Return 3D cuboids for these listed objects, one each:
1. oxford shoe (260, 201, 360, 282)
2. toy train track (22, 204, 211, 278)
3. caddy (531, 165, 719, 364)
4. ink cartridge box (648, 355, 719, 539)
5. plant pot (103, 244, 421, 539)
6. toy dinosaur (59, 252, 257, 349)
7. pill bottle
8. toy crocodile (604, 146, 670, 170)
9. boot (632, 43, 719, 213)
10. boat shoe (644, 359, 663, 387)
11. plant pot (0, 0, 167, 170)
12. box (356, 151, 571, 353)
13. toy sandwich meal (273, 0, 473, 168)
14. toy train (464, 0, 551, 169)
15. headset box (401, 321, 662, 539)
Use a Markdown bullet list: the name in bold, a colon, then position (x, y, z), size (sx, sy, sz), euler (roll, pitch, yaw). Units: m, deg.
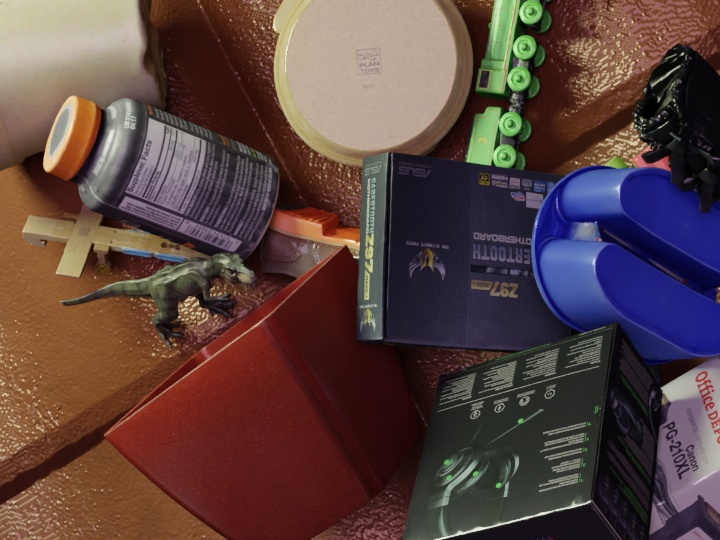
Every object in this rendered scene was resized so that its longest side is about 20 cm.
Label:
- **oxford shoe**: position (0.000, 0.000, 1.441), size (0.198, 0.071, 0.074), euler (20, 106, 20)
- **toy train track**: position (-0.219, -0.019, 1.494), size (0.197, 0.033, 0.116), euler (8, 46, 4)
- **caddy**: position (0.235, -0.005, 1.321), size (0.199, 0.105, 0.143), euler (28, 75, -24)
- **ink cartridge box**: position (0.242, 0.180, 1.293), size (0.199, 0.145, 0.085), euler (-34, 114, 16)
- **plant pot**: position (-0.063, 0.128, 1.359), size (0.199, 0.200, 0.177), euler (-34, 94, 26)
- **toy dinosaur**: position (-0.170, 0.025, 1.458), size (0.198, 0.088, 0.048), euler (-13, 51, 22)
- **pill bottle**: position (-0.180, -0.087, 1.414), size (0.198, 0.106, 0.107), euler (22, 89, -24)
- **toy crocodile**: position (0.264, -0.092, 1.386), size (0.200, 0.062, 0.068), euler (-42, 77, 5)
- **boot**: position (0.308, -0.123, 1.301), size (0.162, 0.199, 0.073), euler (40, 136, -12)
- **boat shoe**: position (0.171, 0.114, 1.380), size (0.197, 0.075, 0.067), euler (-19, 68, 0)
- **plant pot**: position (-0.279, -0.197, 1.464), size (0.181, 0.201, 0.203), euler (-10, 82, 0)
- **box**: position (0.093, -0.011, 1.363), size (0.198, 0.051, 0.160), euler (6, 84, -29)
- **toy sandwich meal**: position (0.008, -0.189, 1.454), size (0.202, 0.070, 0.208), euler (-1, 87, 8)
- **toy train**: position (0.135, -0.182, 1.437), size (0.056, 0.042, 0.203), euler (9, 86, 24)
- **headset box**: position (0.138, 0.162, 1.246), size (0.173, 0.201, 0.093), euler (-20, 124, 30)
